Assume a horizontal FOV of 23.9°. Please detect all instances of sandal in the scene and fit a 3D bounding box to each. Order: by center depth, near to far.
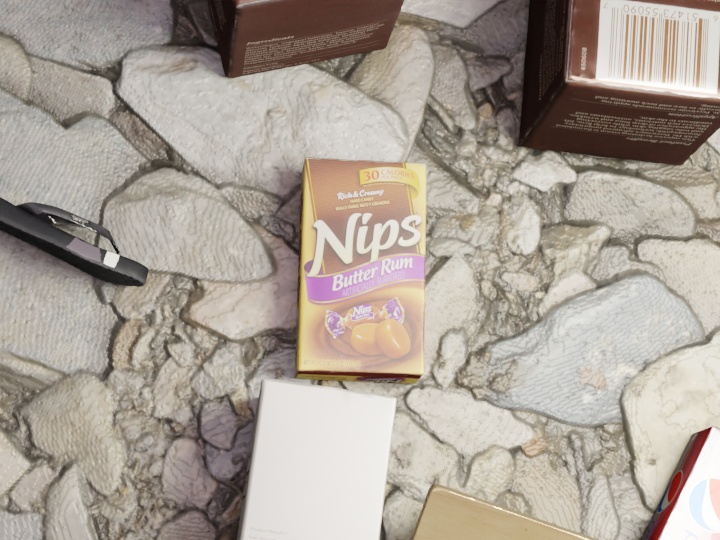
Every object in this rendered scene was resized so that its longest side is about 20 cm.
[{"bbox_3d":[-0.280,-0.042,1.535,0.200,0.076,0.043,26,78,0],"label":"sandal"}]

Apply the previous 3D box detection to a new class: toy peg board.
[{"bbox_3d":[0.122,0.308,1.514,0.199,0.098,0.200,19,92,-2],"label":"toy peg board"}]

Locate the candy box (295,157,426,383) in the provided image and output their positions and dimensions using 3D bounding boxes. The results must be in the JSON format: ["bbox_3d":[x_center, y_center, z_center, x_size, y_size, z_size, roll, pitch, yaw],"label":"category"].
[{"bbox_3d":[0.000,0.000,1.571,0.116,0.056,0.201,2,77,-5],"label":"candy box"}]

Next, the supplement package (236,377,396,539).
[{"bbox_3d":[-0.044,0.207,1.488,0.121,0.120,0.201,9,77,-3],"label":"supplement package"}]

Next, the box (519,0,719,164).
[{"bbox_3d":[0.248,-0.209,1.561,0.165,0.200,0.165,6,77,-6],"label":"box"}]

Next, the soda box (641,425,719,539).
[{"bbox_3d":[0.298,0.245,1.550,0.070,0.063,0.200,29,76,0],"label":"soda box"}]

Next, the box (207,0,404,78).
[{"bbox_3d":[-0.058,-0.293,1.552,0.164,0.200,0.167,-11,80,-9],"label":"box"}]
